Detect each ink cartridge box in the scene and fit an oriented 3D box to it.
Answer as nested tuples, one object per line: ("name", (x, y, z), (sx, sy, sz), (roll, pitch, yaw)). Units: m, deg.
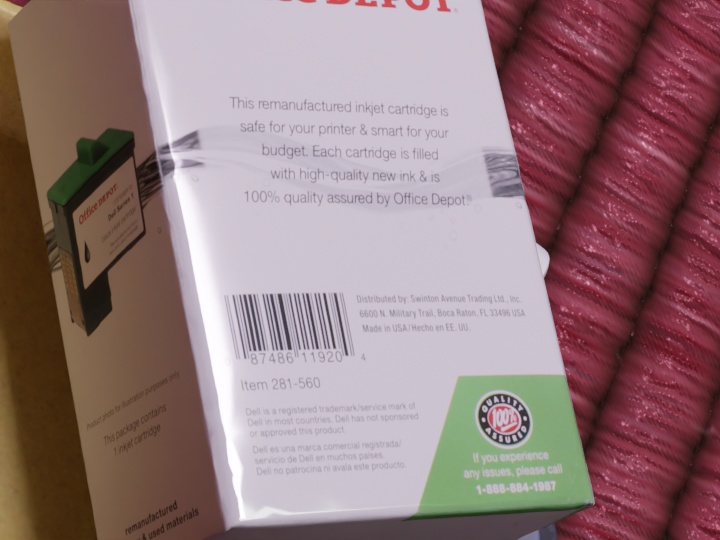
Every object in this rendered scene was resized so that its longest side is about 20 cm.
("ink cartridge box", (-0.021, -0.005, 0.944), (0.146, 0.084, 0.200), (1, 70, -36))

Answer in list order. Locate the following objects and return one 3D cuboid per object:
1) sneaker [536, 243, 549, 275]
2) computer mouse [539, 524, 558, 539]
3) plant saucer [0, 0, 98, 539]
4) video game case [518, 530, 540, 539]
("sneaker", (0.000, 0.000, 1.100), (0.118, 0.074, 0.200), (36, 19, 2))
("computer mouse", (0.021, 0.120, 1.093), (0.200, 0.046, 0.141), (27, 54, -41))
("plant saucer", (-0.121, 0.013, 0.947), (0.200, 0.048, 0.200), (23, 58, -29))
("video game case", (0.031, 0.169, 1.052), (0.143, 0.019, 0.200), (-36, 126, -51))
